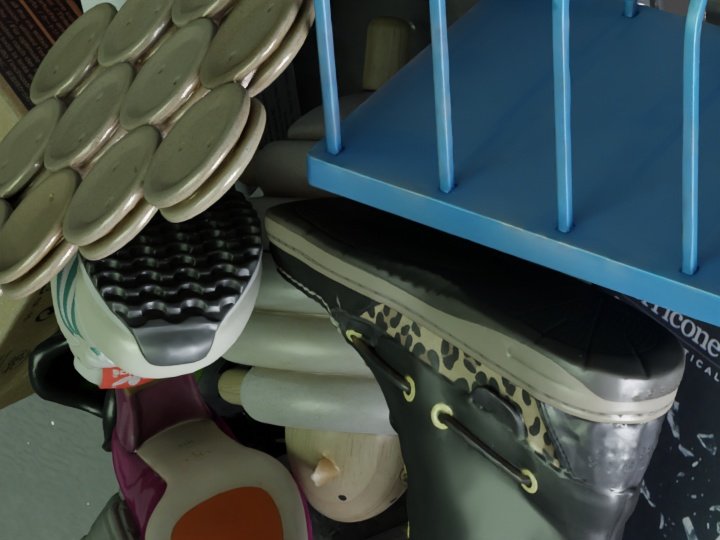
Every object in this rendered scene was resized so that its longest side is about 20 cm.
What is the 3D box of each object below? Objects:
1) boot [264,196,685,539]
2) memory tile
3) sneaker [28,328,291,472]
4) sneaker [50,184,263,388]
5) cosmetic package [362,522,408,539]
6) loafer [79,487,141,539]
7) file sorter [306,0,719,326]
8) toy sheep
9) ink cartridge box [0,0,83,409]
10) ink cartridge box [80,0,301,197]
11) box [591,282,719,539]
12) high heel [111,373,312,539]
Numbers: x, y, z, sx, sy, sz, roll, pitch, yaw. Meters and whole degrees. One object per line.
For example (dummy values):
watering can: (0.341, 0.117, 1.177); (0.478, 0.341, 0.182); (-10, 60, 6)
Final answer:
boot: (0.028, 0.064, 0.913); (0.200, 0.073, 0.152); (26, 118, 46)
memory tile: (-0.079, -0.059, 0.942); (0.017, 0.154, 0.200); (39, 145, -24)
sneaker: (-0.071, 0.063, 1.174); (0.199, 0.083, 0.071); (16, 120, 39)
sneaker: (-0.079, 0.011, 0.997); (0.200, 0.070, 0.094); (-121, 29, -63)
cosmetic package: (-0.007, 0.214, 1.096); (0.165, 0.200, 0.166); (-27, 90, 48)
loafer: (-0.099, 0.140, 1.179); (0.070, 0.070, 0.200); (33, 179, -3)
file sorter: (0.097, -0.083, 0.857); (0.199, 0.139, 0.123); (20, 134, 29)
toy sheep: (0.000, 0.000, 1.042); (0.137, 0.137, 0.201); (3, 94, 44)
ink cartridge box: (-0.184, -0.046, 1.242); (0.165, 0.075, 0.200); (53, 139, 14)
ink cartridge box: (-0.105, -0.144, 1.079); (0.173, 0.044, 0.200); (35, 155, 26)
box: (0.168, 0.095, 0.921); (0.200, 0.124, 0.197); (37, 130, 27)
high heel: (-0.055, 0.110, 1.050); (0.200, 0.067, 0.097); (-114, 10, -51)
